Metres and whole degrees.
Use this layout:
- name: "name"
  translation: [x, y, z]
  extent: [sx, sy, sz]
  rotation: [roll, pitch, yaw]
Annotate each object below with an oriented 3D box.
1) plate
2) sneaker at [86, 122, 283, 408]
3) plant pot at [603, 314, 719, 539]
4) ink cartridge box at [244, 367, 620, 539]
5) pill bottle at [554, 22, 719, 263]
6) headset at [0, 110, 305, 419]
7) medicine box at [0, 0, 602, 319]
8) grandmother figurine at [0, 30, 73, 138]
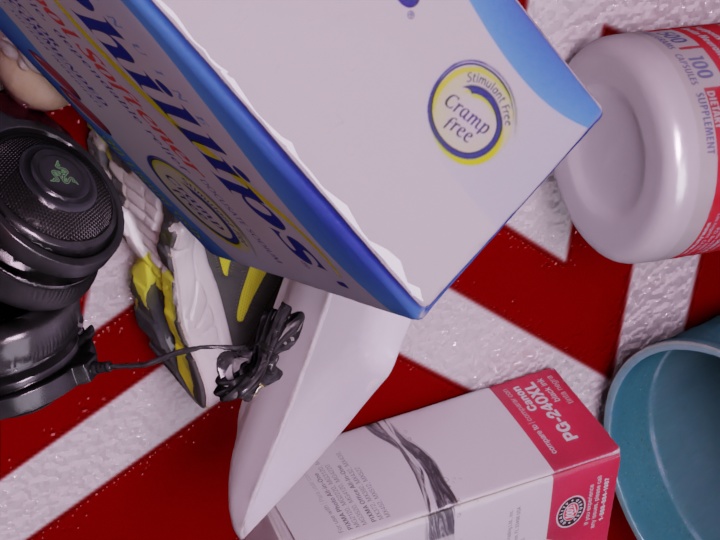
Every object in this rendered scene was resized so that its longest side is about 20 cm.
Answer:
- name: "plate"
  translation: [0.000, 0.000, 0.869]
  extent: [0.200, 0.032, 0.201]
  rotation: [-45, 159, -60]
- name: "sneaker"
  translation: [-0.067, -0.031, 0.853]
  extent: [0.084, 0.074, 0.201]
  rotation: [-31, 141, -26]
- name: "plant pot"
  translation: [0.276, 0.092, 1.086]
  extent: [0.187, 0.200, 0.202]
  rotation: [-29, 138, -30]
- name: "ink cartridge box"
  translation: [0.036, 0.156, 1.050]
  extent: [0.198, 0.084, 0.146]
  rotation: [-15, 132, -21]
- name: "pill bottle"
  translation: [0.205, -0.071, 0.949]
  extent: [0.198, 0.112, 0.113]
  rotation: [-9, 130, -26]
- name: "headset"
  translation: [-0.124, 0.000, 0.727]
  extent: [0.094, 0.198, 0.124]
  rotation: [-50, 160, -54]
- name: "medicine box"
  translation: [-0.044, -0.092, 0.665]
  extent: [0.103, 0.200, 0.182]
  rotation: [-47, 113, -12]
- name: "grandmother figurine"
  translation: [-0.168, -0.036, 0.786]
  extent: [0.121, 0.061, 0.201]
  rotation: [22, 109, -46]
